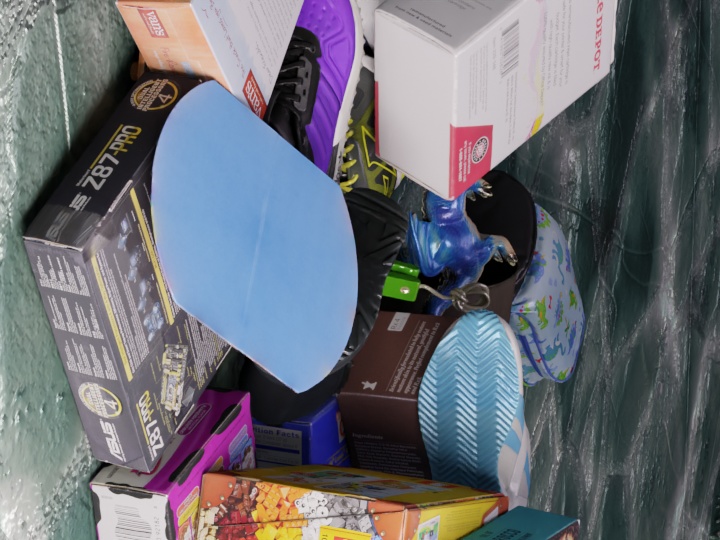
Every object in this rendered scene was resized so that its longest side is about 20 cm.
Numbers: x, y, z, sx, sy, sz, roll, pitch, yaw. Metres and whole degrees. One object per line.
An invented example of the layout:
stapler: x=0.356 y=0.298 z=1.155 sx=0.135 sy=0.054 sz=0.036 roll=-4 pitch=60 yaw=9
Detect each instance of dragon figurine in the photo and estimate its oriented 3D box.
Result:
dragon figurine: x=0.056 y=-0.030 z=1.688 sx=0.201 sy=0.099 sz=0.059 roll=69 pitch=-16 yaw=-14

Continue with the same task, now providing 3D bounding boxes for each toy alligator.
toy alligator: x=0.000 y=0.000 z=1.637 sx=0.054 sy=0.198 sz=0.060 roll=-124 pitch=-134 yaw=-61

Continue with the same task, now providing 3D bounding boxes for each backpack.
backpack: x=0.141 y=0.027 z=2.066 sx=0.201 sy=0.152 sz=0.164 roll=92 pitch=9 yaw=-51

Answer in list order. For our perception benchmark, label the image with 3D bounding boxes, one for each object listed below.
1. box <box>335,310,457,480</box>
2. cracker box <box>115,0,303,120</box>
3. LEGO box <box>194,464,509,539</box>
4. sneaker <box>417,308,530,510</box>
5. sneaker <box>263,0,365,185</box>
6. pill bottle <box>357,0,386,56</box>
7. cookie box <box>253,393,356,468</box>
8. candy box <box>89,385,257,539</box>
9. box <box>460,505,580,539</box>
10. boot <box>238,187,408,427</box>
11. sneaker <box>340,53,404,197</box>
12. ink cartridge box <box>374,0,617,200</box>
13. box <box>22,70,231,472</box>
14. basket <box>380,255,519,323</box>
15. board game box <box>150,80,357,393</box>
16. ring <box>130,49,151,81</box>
box: x=0.044 y=0.140 z=1.676 sx=0.100 sy=0.074 sz=0.201 roll=-62 pitch=147 yaw=-46
cracker box: x=-0.084 y=-0.204 z=1.406 sx=0.134 sy=0.057 sz=0.201 roll=66 pitch=34 yaw=-52
LEGO box: x=-0.003 y=0.181 z=1.467 sx=0.200 sy=0.148 sz=0.078 roll=8 pitch=89 yaw=-66
sneaker: x=0.088 y=0.112 z=1.599 sx=0.081 sy=0.076 sz=0.202 roll=-63 pitch=156 yaw=-57
sneaker: x=-0.049 y=-0.121 z=1.508 sx=0.099 sy=0.069 sz=0.202 roll=-12 pitch=107 yaw=-67
pill bottle: x=0.026 y=-0.216 z=1.675 sx=0.200 sy=0.115 sz=0.117 roll=58 pitch=42 yaw=-61
cookie box: x=-0.036 y=0.182 z=1.676 sx=0.171 sy=0.075 sz=0.202 roll=-32 pitch=125 yaw=-64
candy box: x=-0.118 y=0.197 z=1.474 sx=0.136 sy=0.060 sz=0.202 roll=-50 pitch=141 yaw=-56
box: x=0.089 y=0.220 z=1.444 sx=0.200 sy=0.049 sz=0.083 roll=-15 pitch=112 yaw=-65
boot: x=-0.041 y=0.056 z=1.500 sx=0.169 sy=0.076 sz=0.201 roll=-64 pitch=177 yaw=41
sneaker: x=-0.006 y=-0.097 z=1.682 sx=0.200 sy=0.074 sz=0.085 roll=64 pitch=38 yaw=-56
ink cartridge box: x=0.102 y=-0.171 z=1.630 sx=0.200 sy=0.085 sz=0.148 roll=-40 pitch=146 yaw=-33
box: x=-0.133 y=0.002 z=1.368 sx=0.201 sy=0.049 sz=0.162 roll=78 pitch=30 yaw=-43
basket: x=0.058 y=0.086 z=1.841 sx=0.180 sy=0.135 sz=0.202 roll=-55 pitch=151 yaw=-71
board game box: x=-0.077 y=-0.016 z=1.360 sx=0.200 sy=0.039 sz=0.159 roll=38 pitch=49 yaw=-40
ring: x=-0.110 y=-0.135 z=1.465 sx=0.200 sy=0.019 sz=0.202 roll=6 pitch=90 yaw=-69
